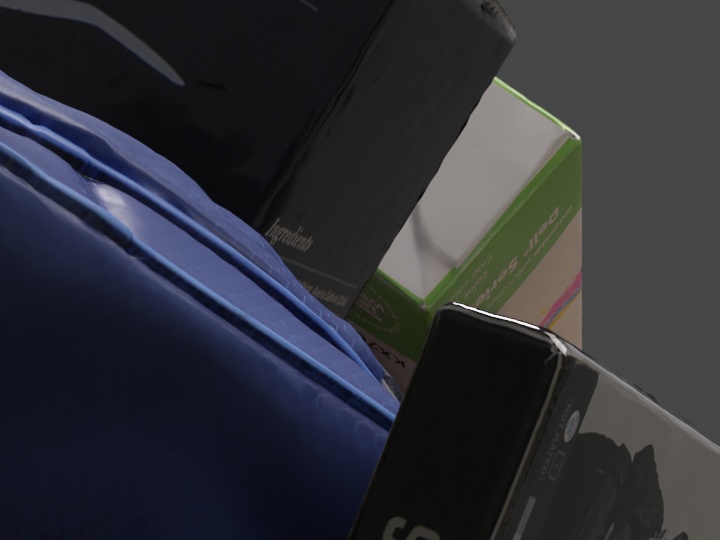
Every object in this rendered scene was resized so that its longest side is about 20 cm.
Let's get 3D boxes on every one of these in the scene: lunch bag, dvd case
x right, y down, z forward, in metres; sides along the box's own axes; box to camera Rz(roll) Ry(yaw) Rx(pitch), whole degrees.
[{"bbox_3d":[-0.088,0.027,0.447,0.199,0.136,0.132,32,2,-31],"label":"lunch bag"},{"bbox_3d":[0.025,0.096,0.471,0.025,0.151,0.200,20,-5,22],"label":"dvd case"}]

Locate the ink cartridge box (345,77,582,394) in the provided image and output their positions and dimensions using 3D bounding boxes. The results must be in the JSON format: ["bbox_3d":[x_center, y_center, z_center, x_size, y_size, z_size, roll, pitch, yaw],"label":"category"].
[{"bbox_3d":[0.000,0.000,0.841,0.117,0.067,0.200,35,-18,19],"label":"ink cartridge box"}]

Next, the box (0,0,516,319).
[{"bbox_3d":[-0.082,-0.015,0.650,0.148,0.201,0.104,34,3,16],"label":"box"}]
